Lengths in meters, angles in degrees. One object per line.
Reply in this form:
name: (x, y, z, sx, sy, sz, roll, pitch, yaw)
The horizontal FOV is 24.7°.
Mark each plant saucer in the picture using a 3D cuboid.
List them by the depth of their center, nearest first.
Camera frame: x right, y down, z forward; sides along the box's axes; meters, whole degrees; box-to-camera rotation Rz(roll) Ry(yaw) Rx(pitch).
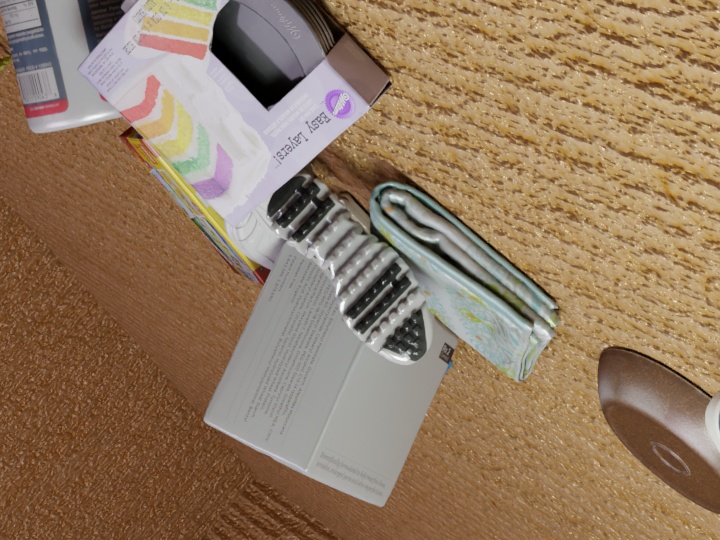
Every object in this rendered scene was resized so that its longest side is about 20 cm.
plant saucer: (0.270, 0.146, 1.385, 0.200, 0.037, 0.201, 39, 167, 11)

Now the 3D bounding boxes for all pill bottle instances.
pill bottle: (-0.245, -0.226, 1.394, 0.119, 0.119, 0.202, 11, 114, 66)

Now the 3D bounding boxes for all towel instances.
towel: (0.086, 0.013, 1.470, 0.200, 0.048, 0.171, 40, 166, 10)

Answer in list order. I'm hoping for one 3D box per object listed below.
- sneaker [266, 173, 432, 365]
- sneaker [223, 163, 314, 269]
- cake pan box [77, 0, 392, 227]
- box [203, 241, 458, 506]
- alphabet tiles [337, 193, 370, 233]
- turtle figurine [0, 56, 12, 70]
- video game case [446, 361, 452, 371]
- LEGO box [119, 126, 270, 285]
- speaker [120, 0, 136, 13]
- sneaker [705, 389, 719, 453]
sneaker: (0.000, 0.000, 1.464, 0.200, 0.075, 0.081, 52, -175, 18)
sneaker: (-0.082, -0.068, 1.592, 0.099, 0.078, 0.201, 24, 146, 37)
cake pan box: (-0.098, -0.154, 1.278, 0.184, 0.052, 0.200, 45, 131, -11)
box: (-0.024, 0.106, 1.640, 0.130, 0.201, 0.199, 21, 172, 28)
alphabet tiles: (-0.015, -0.036, 1.683, 0.196, 0.015, 0.200, 45, 167, -12)
turtle figurine: (-0.539, -0.323, 2.196, 0.161, 0.064, 0.200, 46, 166, -14)
video game case: (0.016, 0.056, 1.879, 0.200, 0.018, 0.143, 42, 166, 4)
LEGO box: (-0.150, -0.088, 1.728, 0.200, 0.077, 0.149, 50, 170, -16)
speaker: (-0.098, -0.174, 1.349, 0.200, 0.081, 0.081, 44, 167, -7)
sneaker: (0.326, 0.165, 1.188, 0.200, 0.075, 0.084, 48, 170, -23)
